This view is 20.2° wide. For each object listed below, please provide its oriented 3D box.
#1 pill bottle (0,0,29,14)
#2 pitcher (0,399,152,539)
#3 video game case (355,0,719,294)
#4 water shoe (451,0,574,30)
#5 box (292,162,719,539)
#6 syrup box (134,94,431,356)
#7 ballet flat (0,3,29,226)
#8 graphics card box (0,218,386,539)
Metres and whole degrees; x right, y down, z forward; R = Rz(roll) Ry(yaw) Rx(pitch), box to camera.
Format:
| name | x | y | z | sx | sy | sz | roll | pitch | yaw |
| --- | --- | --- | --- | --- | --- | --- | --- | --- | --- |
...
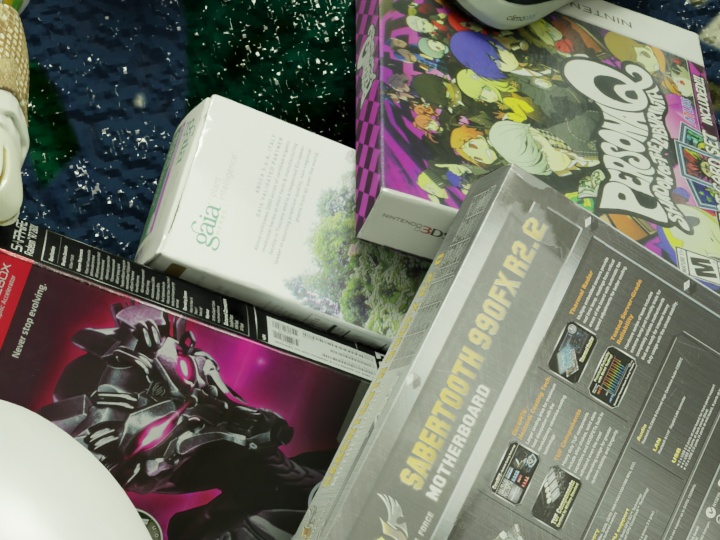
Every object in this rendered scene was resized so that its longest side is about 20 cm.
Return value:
| name | x | y | z | sx | sy | sz | roll | pitch | yaw |
| --- | --- | --- | --- | --- | --- | --- | --- | --- | --- |
| pill bottle | -0.233 | -0.102 | 0.828 | 0.111 | 0.111 | 0.200 | 45 | 50 | -4 |
| pitcher | -0.108 | 0.134 | 0.787 | 0.200 | 0.122 | 0.171 | 38 | 24 | 25 |
| video game case | 0.084 | -0.066 | 0.936 | 0.180 | 0.036 | 0.201 | 17 | 41 | -15 |
| water shoe | 0.117 | -0.178 | 0.972 | 0.072 | 0.079 | 0.200 | 45 | 46 | 4 |
| box | 0.074 | 0.084 | 0.810 | 0.157 | 0.048 | 0.201 | 30 | 74 | -11 |
| syrup box | 0.000 | 0.000 | 0.926 | 0.198 | 0.081 | 0.079 | 20 | 71 | -12 |
| ballet flat | -0.173 | -0.019 | 0.808 | 0.065 | 0.071 | 0.201 | 19 | 68 | 25 |
| graphics card box | -0.088 | 0.069 | 0.873 | 0.198 | 0.051 | 0.126 | 21 | 105 | -13 |
